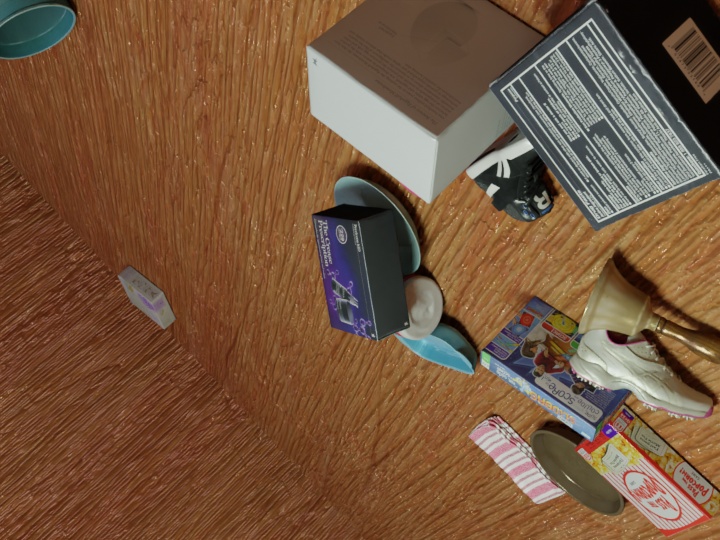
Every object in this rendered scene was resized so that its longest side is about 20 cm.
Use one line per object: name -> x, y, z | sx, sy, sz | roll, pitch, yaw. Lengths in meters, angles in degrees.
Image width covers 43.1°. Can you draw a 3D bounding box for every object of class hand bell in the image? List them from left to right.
hand bell -> 0.386, 0.071, 1.148 | 0.197, 0.105, 0.105 | 24, 149, 19

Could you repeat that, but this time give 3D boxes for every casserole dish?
casserole dish -> 0.137, 0.129, 1.663 | 0.198, 0.039, 0.121 | 12, 151, 52

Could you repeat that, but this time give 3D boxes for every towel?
towel -> 0.303, 0.375, 1.778 | 0.200, 0.030, 0.147 | 45, 157, 9

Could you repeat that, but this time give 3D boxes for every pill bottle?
pill bottle -> 0.047, 0.052, 1.637 | 0.199, 0.111, 0.112 | 14, 140, 52

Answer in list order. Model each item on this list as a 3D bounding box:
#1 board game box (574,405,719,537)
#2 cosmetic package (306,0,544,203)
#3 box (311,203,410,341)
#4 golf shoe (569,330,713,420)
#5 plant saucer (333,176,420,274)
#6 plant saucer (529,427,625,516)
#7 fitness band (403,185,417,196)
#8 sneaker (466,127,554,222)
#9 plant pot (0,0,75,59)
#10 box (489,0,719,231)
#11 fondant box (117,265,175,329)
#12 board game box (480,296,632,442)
board game box -> 0.446, 0.315, 1.422 | 0.200, 0.046, 0.152 | 43, 156, 13
cosmetic package -> 0.073, -0.225, 1.071 | 0.199, 0.200, 0.124 | 39, 155, 21
box -> 0.000, 0.000, 1.511 | 0.140, 0.078, 0.204 | 9, 114, 51
golf shoe -> 0.386, 0.134, 1.224 | 0.197, 0.093, 0.075 | 21, -172, 7
plant saucer -> 0.037, -0.085, 1.541 | 0.200, 0.039, 0.202 | 38, 154, 22
plant saucer -> 0.383, 0.346, 1.594 | 0.199, 0.029, 0.201 | 39, 157, 20
fitness band -> 0.066, -0.190, 1.336 | 0.143, 0.037, 0.202 | 30, 151, 36
sneaker -> 0.218, -0.122, 1.148 | 0.112, 0.073, 0.200 | 48, 165, -6
plant pot -> -0.746, -0.593, 1.965 | 0.190, 0.198, 0.200 | 62, 157, 5
box -> 0.266, -0.174, 0.909 | 0.201, 0.123, 0.198 | 52, 155, -4
fondant box -> -0.724, 0.091, 3.086 | 0.198, 0.058, 0.146 | 31, 151, 32
board game box -> 0.291, 0.137, 1.315 | 0.199, 0.135, 0.035 | 35, 150, 29
